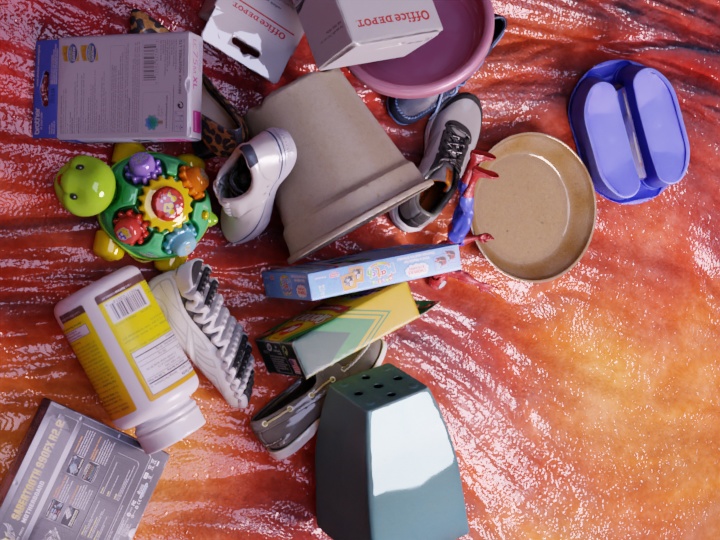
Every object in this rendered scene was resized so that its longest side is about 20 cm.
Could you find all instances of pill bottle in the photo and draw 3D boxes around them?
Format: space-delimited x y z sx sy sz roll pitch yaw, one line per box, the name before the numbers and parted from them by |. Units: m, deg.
pill bottle | -0.256 0.103 1.512 0.109 0.109 0.201 -29 94 -22

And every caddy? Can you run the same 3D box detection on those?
caddy | 0.365 -0.188 1.814 0.141 0.105 0.201 -16 97 -1

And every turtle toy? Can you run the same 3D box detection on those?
turtle toy | -0.255 -0.080 1.529 0.199 0.101 0.147 13 84 -24

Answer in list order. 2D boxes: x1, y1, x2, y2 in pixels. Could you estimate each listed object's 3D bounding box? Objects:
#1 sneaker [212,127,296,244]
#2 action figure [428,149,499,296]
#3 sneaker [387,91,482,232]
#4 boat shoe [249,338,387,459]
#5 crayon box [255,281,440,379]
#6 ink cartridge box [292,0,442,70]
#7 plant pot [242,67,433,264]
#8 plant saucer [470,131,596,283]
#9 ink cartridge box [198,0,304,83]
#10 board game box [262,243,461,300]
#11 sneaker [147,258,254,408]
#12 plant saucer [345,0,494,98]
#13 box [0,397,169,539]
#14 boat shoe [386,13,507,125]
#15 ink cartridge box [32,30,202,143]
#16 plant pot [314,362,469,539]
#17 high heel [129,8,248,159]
sneaker | -0.139 -0.095 1.539 0.071 0.200 0.073 -16 64 -31
action figure | 0.148 -0.047 1.687 0.098 0.065 0.201 17 125 -10
sneaker | 0.110 -0.139 1.710 0.074 0.079 0.201 31 76 -19
boat shoe | -0.050 0.142 1.638 0.202 0.072 0.060 -44 111 -14
crayon box | -0.016 0.062 1.625 0.199 0.127 0.051 -27 101 -23
ink cartridge box | -0.009 -0.347 1.560 0.146 0.083 0.201 -15 83 -37
plant pot | -0.043 -0.135 1.592 0.200 0.200 0.184 -30 91 -22
plant saucer | 0.224 -0.083 1.784 0.199 0.035 0.201 0 90 -24
ink cartridge box | -0.116 -0.334 1.612 0.116 0.068 0.201 30 77 -22
board game box | 0.000 0.000 1.618 0.199 0.151 0.037 -12 96 -24
sneaker | -0.187 0.080 1.584 0.081 0.075 0.201 -15 116 18
plant saucer | 0.068 -0.299 1.663 0.199 0.051 0.202 -3 69 7
box | -0.332 0.269 1.521 0.158 0.048 0.201 28 78 -21
boat shoe | 0.110 -0.271 1.714 0.084 0.069 0.200 43 73 -18
ink cartridge box | -0.276 -0.206 1.513 0.199 0.042 0.120 1 89 15
plant pot | 0.030 0.227 1.599 0.141 0.141 0.201 -19 117 -27
high heel | -0.196 -0.222 1.534 0.071 0.142 0.201 -33 103 -21
